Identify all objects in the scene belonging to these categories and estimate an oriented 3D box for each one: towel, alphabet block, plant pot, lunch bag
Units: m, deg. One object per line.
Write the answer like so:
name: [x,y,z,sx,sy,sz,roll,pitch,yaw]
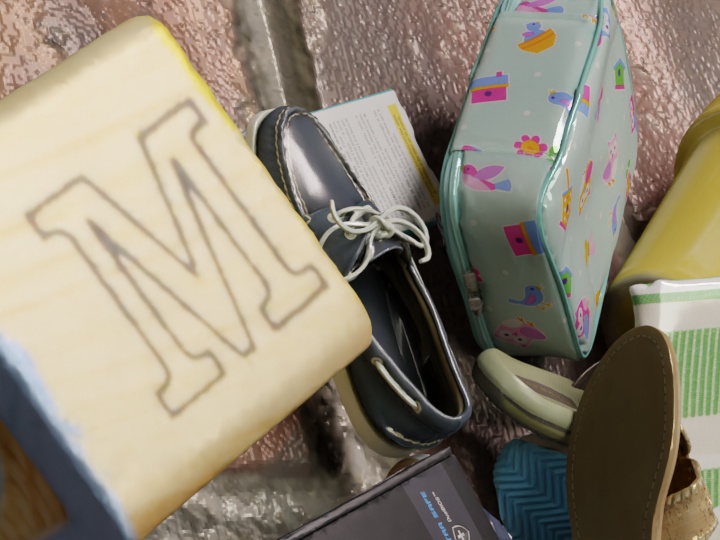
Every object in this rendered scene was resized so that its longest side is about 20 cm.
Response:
towel: [0.222,0.101,1.594,0.152,0.023,0.201,-5,91,-25]
alphabet block: [-0.152,0.030,1.329,0.197,0.195,0.200,56,45,-5]
plant pot: [0.249,-0.001,1.717,0.189,0.201,0.201,-42,97,-30]
lunch bag: [0.105,-0.051,1.646,0.161,0.077,0.200,74,28,-48]

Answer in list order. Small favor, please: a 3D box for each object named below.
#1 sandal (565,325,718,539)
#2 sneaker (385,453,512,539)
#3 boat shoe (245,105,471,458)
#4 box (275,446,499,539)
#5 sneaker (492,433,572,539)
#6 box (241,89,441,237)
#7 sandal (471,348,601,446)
sandal: [0.157,0.141,1.528,0.070,0.078,0.212,22,67,-38]
sneaker: [0.089,0.178,1.546,0.108,0.070,0.201,-27,93,-42]
boat shoe: [0.000,0.000,1.504,0.075,0.062,0.201,-13,80,-42]
box: [0.019,0.212,1.404,0.198,0.050,0.200,-23,85,-49]
sneaker: [0.157,0.150,1.632,0.200,0.077,0.081,33,26,-19]
box: [-0.043,-0.036,1.564,0.200,0.049,0.082,-19,81,-46]
sandal: [0.151,0.076,1.606,0.201,0.057,0.080,20,12,-39]
